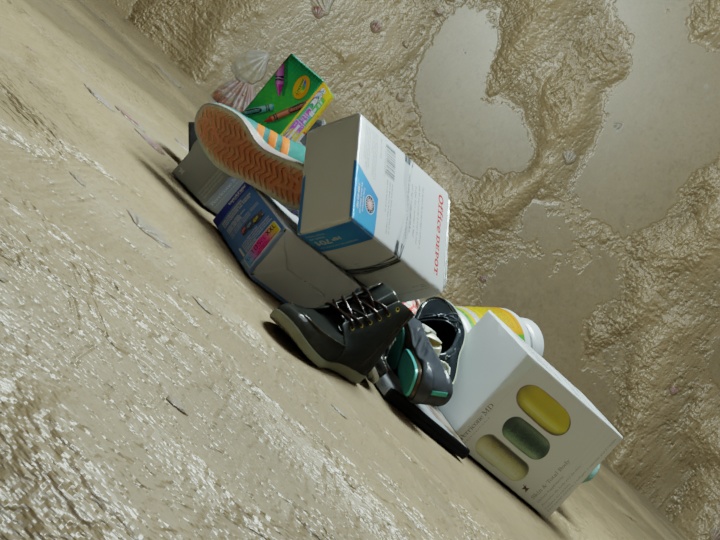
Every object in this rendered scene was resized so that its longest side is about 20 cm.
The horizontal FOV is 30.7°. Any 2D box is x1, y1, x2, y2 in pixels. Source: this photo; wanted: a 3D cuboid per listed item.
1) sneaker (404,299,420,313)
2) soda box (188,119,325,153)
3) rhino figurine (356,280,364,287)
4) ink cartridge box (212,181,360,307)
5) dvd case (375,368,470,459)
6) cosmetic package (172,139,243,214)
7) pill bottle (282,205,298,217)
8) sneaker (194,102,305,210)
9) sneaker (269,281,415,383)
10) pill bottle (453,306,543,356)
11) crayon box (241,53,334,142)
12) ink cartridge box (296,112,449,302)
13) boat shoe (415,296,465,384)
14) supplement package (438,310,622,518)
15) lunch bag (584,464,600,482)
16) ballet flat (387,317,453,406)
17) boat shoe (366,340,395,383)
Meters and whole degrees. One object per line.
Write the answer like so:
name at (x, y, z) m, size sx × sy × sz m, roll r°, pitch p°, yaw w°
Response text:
sneaker at (0.079, 0.075, 1.967) m, size 0.201 × 0.067 × 0.108 m, roll 43°, pitch 39°, yaw 5°
soda box at (-0.148, -0.180, 1.896) m, size 0.198 × 0.071 × 0.063 m, roll -2°, pitch -1°, yaw -1°
rhino figurine at (0.000, 0.000, 1.705) m, size 0.087 × 0.060 × 0.201 m, roll 5°, pitch -40°, yaw 9°
ink cartridge box at (-0.096, -0.027, 1.606) m, size 0.136 × 0.076 × 0.200 m, roll 39°, pitch 8°, yaw -31°
dvd case at (0.055, 0.150, 1.643) m, size 0.142 × 0.018 × 0.200 m, roll 40°, pitch 5°, yaw -25°
cosmetic package at (-0.151, -0.114, 1.777) m, size 0.090 × 0.107 × 0.200 m, roll 44°, pitch 6°, yaw 29°
pill bottle at (-0.044, -0.059, 1.773) m, size 0.110 × 0.109 × 0.201 m, roll 46°, pitch -17°, yaw 44°
sneaker at (-0.117, -0.139, 1.617) m, size 0.200 × 0.072 × 0.080 m, roll 37°, pitch 18°, yaw 18°
sneaker at (-0.018, 0.047, 1.393) m, size 0.075 × 0.106 × 0.200 m, roll 44°, pitch 5°, yaw 26°
pill bottle at (0.175, 0.108, 1.890) m, size 0.199 × 0.112 × 0.111 m, roll 3°, pitch 33°, yaw -47°
crayon box at (-0.099, -0.215, 1.757) m, size 0.058 × 0.119 × 0.200 m, roll 40°, pitch 3°, yaw 1°
ink cartridge box at (0.019, -0.069, 1.568) m, size 0.200 × 0.085 × 0.147 m, roll 39°, pitch 47°, yaw -46°
boat shoe at (0.100, 0.085, 1.723) m, size 0.200 × 0.074 × 0.063 m, roll -80°, pitch 166°, yaw -60°
supplement package at (0.209, 0.191, 1.745) m, size 0.200 × 0.152 × 0.151 m, roll 41°, pitch 5°, yaw -25°
lunch bag at (0.262, 0.240, 1.978) m, size 0.170 × 0.122 × 0.200 m, roll 42°, pitch -1°, yaw -14°
ballet flat at (0.070, 0.106, 1.593) m, size 0.073 × 0.073 × 0.200 m, roll 40°, pitch 11°, yaw -24°
boat shoe at (0.010, 0.076, 1.579) m, size 0.200 × 0.060 × 0.074 m, roll -127°, pitch -166°, yaw -74°
